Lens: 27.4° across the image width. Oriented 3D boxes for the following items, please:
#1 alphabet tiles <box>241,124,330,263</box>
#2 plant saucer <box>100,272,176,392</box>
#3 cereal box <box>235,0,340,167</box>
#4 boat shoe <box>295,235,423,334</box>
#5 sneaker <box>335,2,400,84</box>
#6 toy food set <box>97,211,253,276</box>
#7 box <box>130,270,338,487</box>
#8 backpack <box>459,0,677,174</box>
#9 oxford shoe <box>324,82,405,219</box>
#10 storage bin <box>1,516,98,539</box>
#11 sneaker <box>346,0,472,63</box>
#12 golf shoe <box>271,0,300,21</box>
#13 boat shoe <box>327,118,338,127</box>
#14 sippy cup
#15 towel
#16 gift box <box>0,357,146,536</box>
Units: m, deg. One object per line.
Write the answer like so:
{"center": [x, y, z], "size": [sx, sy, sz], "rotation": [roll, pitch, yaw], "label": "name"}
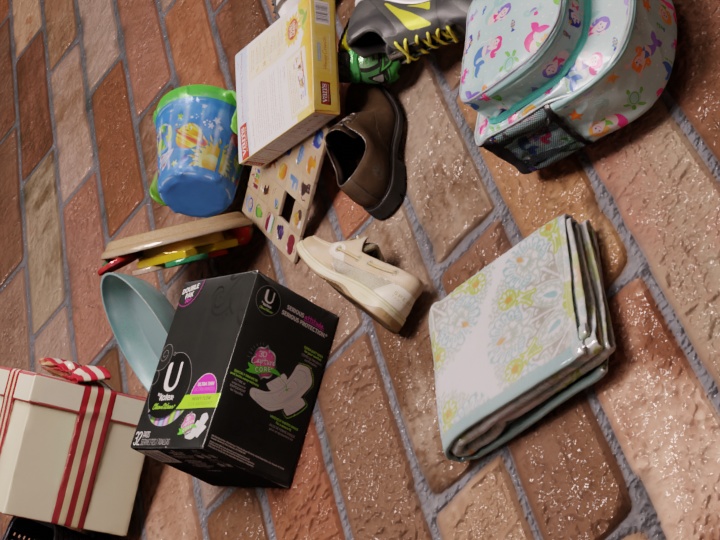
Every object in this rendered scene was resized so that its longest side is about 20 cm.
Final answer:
{"center": [-0.087, -0.134, 1.765], "size": [0.167, 0.007, 0.202], "rotation": [43, 122, 54], "label": "alphabet tiles"}
{"center": [-0.241, 0.084, 1.754], "size": [0.036, 0.202, 0.199], "rotation": [-30, 24, -24], "label": "plant saucer"}
{"center": [-0.089, -0.220, 1.734], "size": [0.200, 0.039, 0.146], "rotation": [-25, 65, 57], "label": "cereal box"}
{"center": [0.000, 0.000, 1.564], "size": [0.065, 0.072, 0.200], "rotation": [-52, 35, -3], "label": "boat shoe"}
{"center": [0.032, -0.287, 1.742], "size": [0.078, 0.084, 0.201], "rotation": [94, -169, -53], "label": "sneaker"}
{"center": [-0.227, -0.029, 1.810], "size": [0.199, 0.197, 0.049], "rotation": [-11, 93, 37], "label": "toy food set"}
{"center": [-0.137, 0.120, 1.603], "size": [0.148, 0.124, 0.202], "rotation": [-7, 59, 49], "label": "box"}
{"center": [0.195, -0.207, 1.391], "size": [0.199, 0.150, 0.179], "rotation": [-20, 49, 39], "label": "backpack"}
{"center": [0.001, -0.156, 1.664], "size": [0.073, 0.084, 0.201], "rotation": [-41, 36, 30], "label": "oxford shoe"}
{"center": [-0.387, 0.403, 1.760], "size": [0.135, 0.093, 0.202], "rotation": [3, 67, 54], "label": "storage bin"}
{"center": [0.071, -0.262, 1.624], "size": [0.198, 0.074, 0.085], "rotation": [10, 67, 36], "label": "sneaker"}
{"center": [-0.059, -0.373, 1.914], "size": [0.094, 0.077, 0.202], "rotation": [-31, 44, 37], "label": "golf shoe"}
{"center": [-0.086, -0.217, 1.841], "size": [0.072, 0.072, 0.201], "rotation": [-46, 43, 22], "label": "boat shoe"}
{"center": [-0.203, -0.144, 1.879], "size": [0.179, 0.138, 0.131], "rotation": [96, 178, -55], "label": "sippy cup"}
{"center": [0.143, 0.061, 1.344], "size": [0.199, 0.048, 0.172], "rotation": [-37, 37, 32], "label": "towel"}
{"center": [-0.347, 0.205, 1.774], "size": [0.184, 0.199, 0.189], "rotation": [3, 79, 55], "label": "gift box"}
